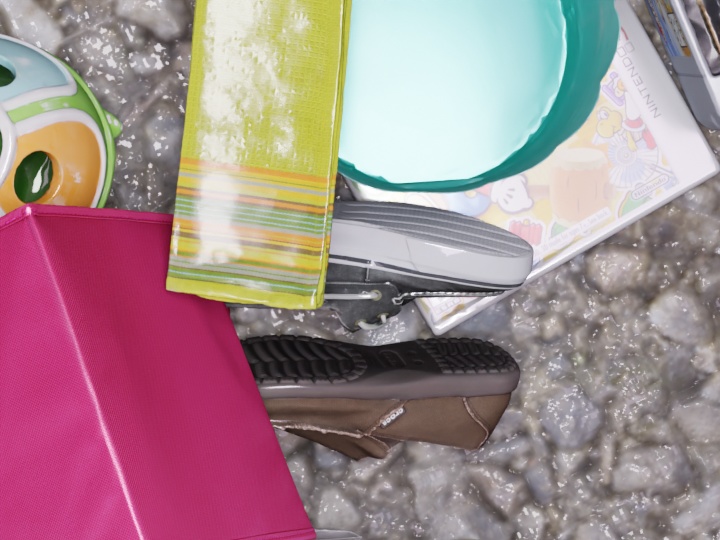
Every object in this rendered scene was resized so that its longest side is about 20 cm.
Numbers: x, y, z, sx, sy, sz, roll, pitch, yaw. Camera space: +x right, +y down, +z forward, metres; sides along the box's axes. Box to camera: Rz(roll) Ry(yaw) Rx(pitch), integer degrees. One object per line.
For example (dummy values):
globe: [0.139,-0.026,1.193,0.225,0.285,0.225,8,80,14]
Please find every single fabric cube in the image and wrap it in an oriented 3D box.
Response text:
fabric cube: [-0.177,0.096,1.489,0.200,0.196,0.199,-26,80,22]

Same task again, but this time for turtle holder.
turtle holder: [-0.231,-0.081,1.549,0.141,0.132,0.186,-43,84,5]

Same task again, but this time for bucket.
bucket: [0.038,-0.136,1.543,0.207,0.135,0.207,0,89,-3]

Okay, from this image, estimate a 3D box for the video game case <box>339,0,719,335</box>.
video game case: [0.085,-0.088,1.629,0.200,0.023,0.182,-30,95,-1]

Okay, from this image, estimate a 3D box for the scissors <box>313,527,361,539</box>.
scissors: [-0.104,0.162,1.613,0.200,0.014,0.073,15,89,-2]

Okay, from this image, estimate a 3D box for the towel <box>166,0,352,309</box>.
towel: [-0.053,-0.081,1.466,0.086,0.018,0.200,6,94,4]

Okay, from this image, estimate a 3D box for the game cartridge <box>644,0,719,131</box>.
game cartridge: [0.181,-0.172,1.574,0.042,0.133,0.200,-23,94,-3]

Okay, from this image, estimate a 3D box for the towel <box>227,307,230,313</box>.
towel: [-0.143,0.080,1.625,0.144,0.023,0.200,-7,92,-1]

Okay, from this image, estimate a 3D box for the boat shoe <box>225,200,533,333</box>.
boat shoe: [0.000,0.000,1.593,0.200,0.072,0.071,7,107,9]

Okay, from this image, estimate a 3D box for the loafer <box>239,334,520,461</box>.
loafer: [-0.005,0.083,1.599,0.200,0.073,0.071,1,111,-11]
